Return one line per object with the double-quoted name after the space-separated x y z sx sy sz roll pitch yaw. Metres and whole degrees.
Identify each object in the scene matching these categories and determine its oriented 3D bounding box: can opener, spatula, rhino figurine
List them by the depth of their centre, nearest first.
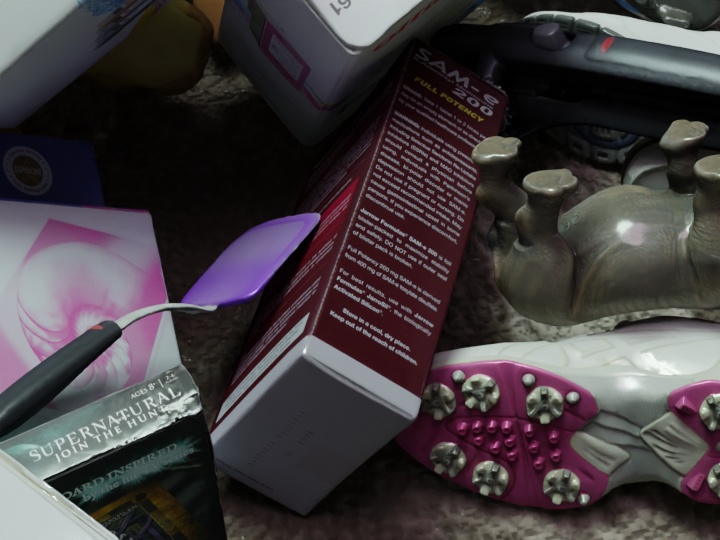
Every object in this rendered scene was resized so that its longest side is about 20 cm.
-0.094 0.024 0.725 0.056 0.021 0.199 -7 19 45 "spatula"
0.151 -0.018 0.759 0.197 0.088 0.060 -3 34 4 "rhino figurine"
0.122 -0.093 0.824 0.198 0.064 0.079 13 58 34 "can opener"

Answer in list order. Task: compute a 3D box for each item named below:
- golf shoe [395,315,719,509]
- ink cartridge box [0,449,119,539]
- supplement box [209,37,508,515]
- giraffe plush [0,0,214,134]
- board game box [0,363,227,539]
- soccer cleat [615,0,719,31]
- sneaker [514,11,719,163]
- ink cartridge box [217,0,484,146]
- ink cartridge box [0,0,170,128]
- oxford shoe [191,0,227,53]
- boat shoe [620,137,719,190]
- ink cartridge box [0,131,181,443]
0.112 0.059 0.773 0.197 0.076 0.092 3 26 7 "golf shoe"
-0.146 0.174 0.583 0.083 0.201 0.145 31 56 26 "ink cartridge box"
0.000 0.000 0.785 0.060 0.109 0.201 29 50 -13 "supplement box"
-0.200 -0.112 0.875 0.172 0.200 0.163 15 72 50 "giraffe plush"
-0.148 0.125 0.670 0.198 0.136 0.028 -23 51 -18 "board game box"
0.125 -0.204 0.957 0.199 0.070 0.086 37 20 -3 "soccer cleat"
0.174 -0.097 0.908 0.198 0.075 0.087 20 33 17 "sneaker"
0.011 -0.154 0.839 0.144 0.200 0.085 -41 90 -11 "ink cartridge box"
-0.137 -0.180 0.744 0.199 0.145 0.146 -38 92 0 "ink cartridge box"
0.000 -0.169 0.972 0.198 0.072 0.072 -18 60 -1 "oxford shoe"
0.221 -0.018 0.822 0.198 0.075 0.069 13 45 12 "boat shoe"
-0.169 0.015 0.722 0.195 0.043 0.202 3 64 -42 "ink cartridge box"
